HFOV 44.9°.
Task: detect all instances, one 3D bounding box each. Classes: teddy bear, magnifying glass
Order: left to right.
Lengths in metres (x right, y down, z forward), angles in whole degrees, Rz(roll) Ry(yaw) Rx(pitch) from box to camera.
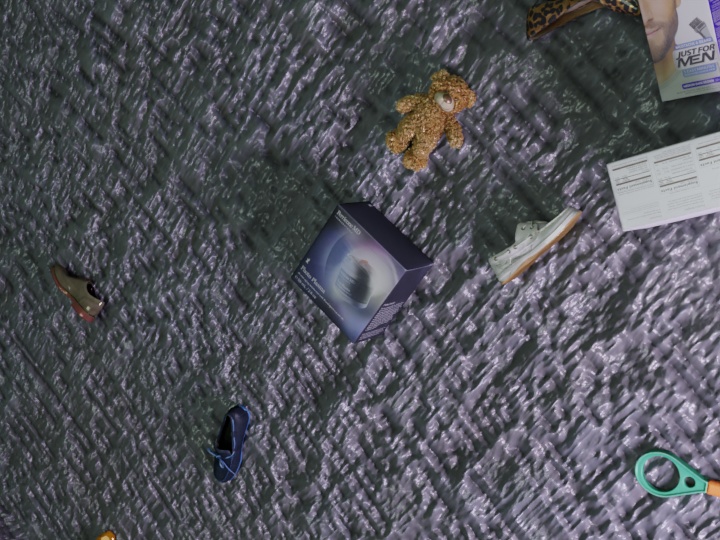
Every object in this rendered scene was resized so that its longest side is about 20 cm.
[{"bbox_3d":[0.126,-0.279,1.639,0.200,0.067,0.145,-30,82,33],"label":"teddy bear"},{"bbox_3d":[0.563,0.358,1.467,0.199,0.022,0.080,11,102,31],"label":"magnifying glass"}]

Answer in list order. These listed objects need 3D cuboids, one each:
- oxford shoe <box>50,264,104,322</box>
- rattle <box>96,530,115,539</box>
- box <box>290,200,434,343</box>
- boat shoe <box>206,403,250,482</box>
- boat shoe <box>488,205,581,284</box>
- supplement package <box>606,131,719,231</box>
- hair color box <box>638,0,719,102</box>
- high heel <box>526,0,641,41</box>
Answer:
[{"bbox_3d":[-0.728,0.045,2.254,0.075,0.070,0.200,-45,69,1],"label":"oxford shoe"},{"bbox_3d":[-0.717,0.791,2.254,0.130,0.200,0.143,45,118,20],"label":"rattle"},{"bbox_3d":[0.000,0.000,1.727,0.200,0.123,0.199,44,116,20],"label":"box"},{"bbox_3d":[-0.317,0.402,2.019,0.084,0.069,0.201,19,107,30],"label":"boat shoe"},{"bbox_3d":[0.303,-0.058,1.550,0.200,0.071,0.069,-44,75,31],"label":"boat shoe"},{"bbox_3d":[0.512,-0.139,1.352,0.200,0.156,0.111,-14,87,34],"label":"supplement package"},{"bbox_3d":[0.503,-0.371,1.340,0.109,0.065,0.201,-3,110,48],"label":"hair color box"},{"bbox_3d":[0.370,-0.419,1.452,0.200,0.071,0.143,44,112,39],"label":"high heel"}]
